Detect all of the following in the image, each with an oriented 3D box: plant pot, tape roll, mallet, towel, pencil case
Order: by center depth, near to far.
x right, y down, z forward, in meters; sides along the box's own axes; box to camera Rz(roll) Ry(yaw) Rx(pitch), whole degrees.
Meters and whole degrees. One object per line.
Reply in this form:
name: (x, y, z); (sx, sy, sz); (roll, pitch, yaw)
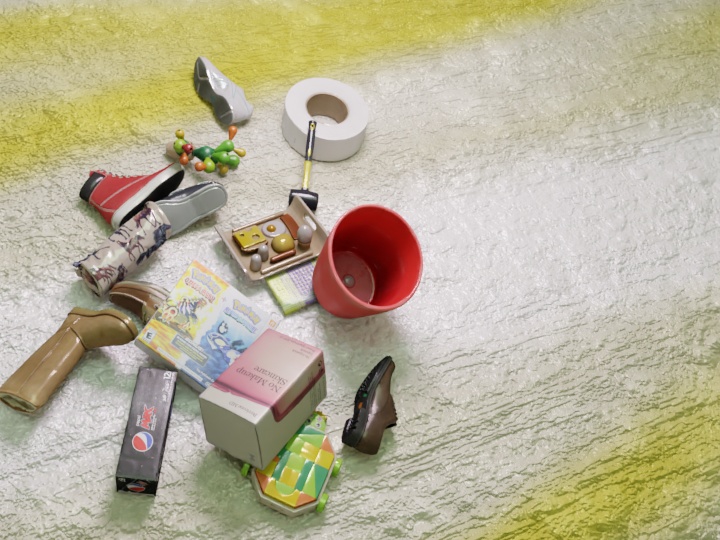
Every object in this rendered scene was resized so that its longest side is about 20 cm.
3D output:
pencil case: (-0.443, -0.044, 1.579); (0.089, 0.079, 0.200); (32, 62, 23)
plant pot: (0.000, 0.000, 1.599); (0.196, 0.177, 0.205); (7, 70, -20)
towel: (-0.099, 0.002, 1.693); (0.197, 0.023, 0.145); (-23, 63, -27)
mallet: (-0.123, -0.227, 1.807); (0.064, 0.041, 0.205); (1, 75, -8)
tape roll: (-0.082, -0.346, 1.925); (0.197, 0.071, 0.206); (8, 53, -10)

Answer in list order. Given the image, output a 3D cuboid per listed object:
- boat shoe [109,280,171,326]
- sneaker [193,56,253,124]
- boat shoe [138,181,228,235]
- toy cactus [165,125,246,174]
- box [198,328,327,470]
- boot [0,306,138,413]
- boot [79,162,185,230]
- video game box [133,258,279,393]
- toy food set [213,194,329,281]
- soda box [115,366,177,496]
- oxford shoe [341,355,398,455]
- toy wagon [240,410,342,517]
boat shoe: (-0.364, 0.079, 1.532); (0.196, 0.076, 0.075); (17, 56, -2)
sneaker: (-0.317, -0.409, 1.920); (0.079, 0.071, 0.202); (-14, 61, -42)
boat shoe: (-0.363, -0.123, 1.692); (0.196, 0.077, 0.060); (-19, 22, -16)
toy cactus: (-0.341, -0.255, 1.756); (0.162, 0.105, 0.199); (12, 13, 29)
box: (-0.162, 0.213, 1.430); (0.126, 0.111, 0.200); (18, 41, 26)
boot: (-0.491, 0.156, 1.421); (0.172, 0.067, 0.201); (1, 41, 33)
boot: (-0.465, -0.184, 1.704); (0.143, 0.073, 0.200); (37, 57, 16)
video game box: (-0.270, 0.112, 1.497); (0.198, 0.047, 0.184); (36, 61, -9)
toy food set: (-0.176, -0.072, 1.679); (0.197, 0.061, 0.144); (-22, 55, -27)
soda box: (-0.356, 0.266, 1.401); (0.069, 0.064, 0.203); (8, 52, -8)
oxford shoe: (0.032, 0.247, 1.526); (0.083, 0.073, 0.202); (31, 53, -11)
toy wagon: (-0.107, 0.317, 1.445); (0.152, 0.040, 0.202); (24, 52, 3)
